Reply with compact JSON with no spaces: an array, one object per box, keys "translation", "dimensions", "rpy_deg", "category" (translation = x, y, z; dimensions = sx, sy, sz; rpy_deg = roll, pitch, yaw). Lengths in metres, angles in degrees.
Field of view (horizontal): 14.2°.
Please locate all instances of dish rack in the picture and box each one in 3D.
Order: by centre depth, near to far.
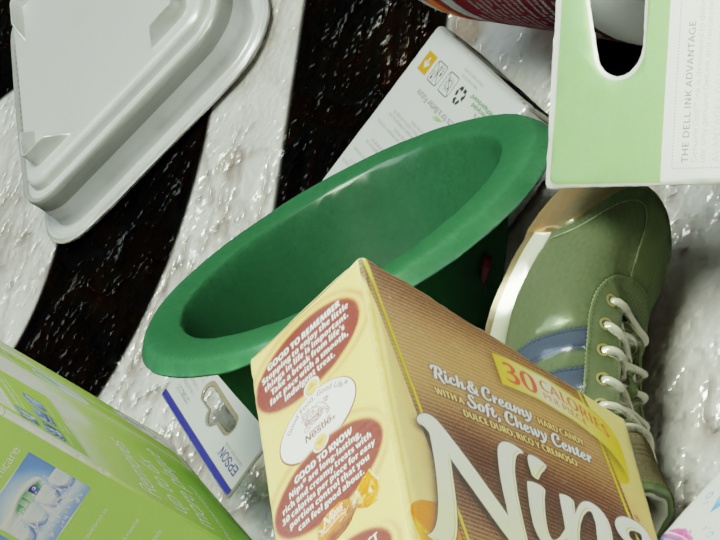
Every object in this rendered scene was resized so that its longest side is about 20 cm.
[{"translation":[-0.124,-0.127,1.471],"dimensions":[0.172,0.043,0.200],"rpy_deg":[-44,32,23],"category":"dish rack"}]

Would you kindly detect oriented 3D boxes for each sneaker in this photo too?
[{"translation":[0.079,0.063,0.999],"dimensions":[0.090,0.067,0.201],"rpy_deg":[13,70,45],"category":"sneaker"}]

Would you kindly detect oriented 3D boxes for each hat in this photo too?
[{"translation":[0.023,0.065,1.096],"dimensions":[0.200,0.176,0.166],"rpy_deg":[-31,16,-6],"category":"hat"}]

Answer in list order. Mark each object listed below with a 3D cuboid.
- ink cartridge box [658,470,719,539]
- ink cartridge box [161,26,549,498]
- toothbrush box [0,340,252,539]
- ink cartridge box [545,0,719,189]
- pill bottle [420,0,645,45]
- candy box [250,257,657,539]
[{"translation":[0.134,0.136,0.825],"dimensions":[0.200,0.085,0.145],"rpy_deg":[-51,31,13],"category":"ink cartridge box"},{"translation":[0.000,0.000,1.186],"dimensions":[0.200,0.037,0.095],"rpy_deg":[-51,32,7],"category":"ink cartridge box"},{"translation":[-0.152,0.084,1.168],"dimensions":[0.086,0.200,0.146],"rpy_deg":[-56,30,4],"category":"toothbrush box"},{"translation":[0.157,-0.096,0.956],"dimensions":[0.199,0.048,0.146],"rpy_deg":[0,83,43],"category":"ink cartridge box"},{"translation":[0.094,-0.145,1.107],"dimensions":[0.200,0.113,0.113],"rpy_deg":[18,78,58],"category":"pill bottle"},{"translation":[0.037,0.100,0.800],"dimensions":[0.055,0.115,0.200],"rpy_deg":[-42,35,25],"category":"candy box"}]
